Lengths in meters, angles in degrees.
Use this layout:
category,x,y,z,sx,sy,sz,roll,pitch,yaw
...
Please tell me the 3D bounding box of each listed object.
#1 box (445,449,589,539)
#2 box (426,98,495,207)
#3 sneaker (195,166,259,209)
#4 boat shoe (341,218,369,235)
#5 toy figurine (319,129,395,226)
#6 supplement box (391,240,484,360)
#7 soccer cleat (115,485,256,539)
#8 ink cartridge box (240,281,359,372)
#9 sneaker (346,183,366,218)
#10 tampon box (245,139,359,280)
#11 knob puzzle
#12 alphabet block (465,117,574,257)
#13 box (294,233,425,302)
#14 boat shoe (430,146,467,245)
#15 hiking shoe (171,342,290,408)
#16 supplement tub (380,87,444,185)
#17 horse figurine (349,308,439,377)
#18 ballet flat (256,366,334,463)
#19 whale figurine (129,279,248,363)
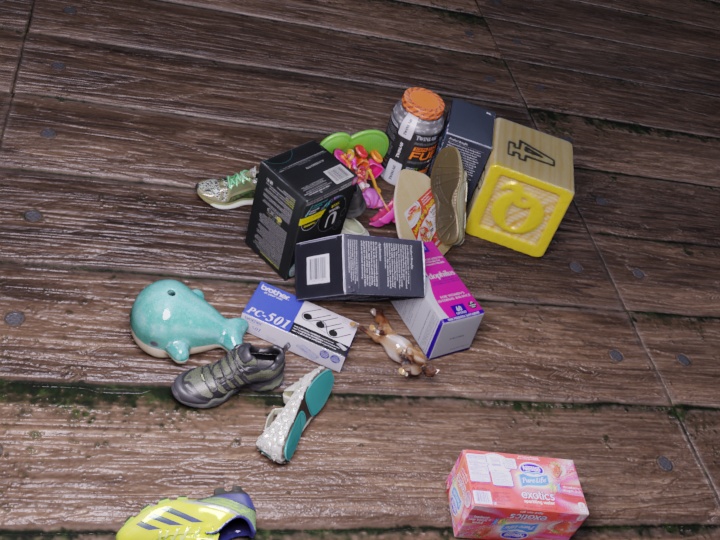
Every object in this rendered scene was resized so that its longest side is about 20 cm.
category,x,y,z,sx,sy,sz,roll,pitch,yaw
box,0.244,0.359,1.338,0.195,0.096,0.104,8,43,-14
box,0.217,-0.248,1.886,0.105,0.202,0.150,18,40,-2
sneaker,-0.237,-0.180,1.719,0.196,0.090,0.078,-2,46,-23
boat shoe,-0.065,-0.115,1.739,0.198,0.063,0.072,31,42,12
toy figurine,0.016,-0.182,1.782,0.198,0.150,0.186,11,45,-52
supplement box,0.133,0.053,1.613,0.099,0.105,0.201,-11,48,-29
soccer cleat,-0.236,0.358,1.172,0.196,0.065,0.085,-7,50,-28
ink cartridge box,-0.109,0.099,1.510,0.196,0.045,0.095,23,40,2
sneaker,-0.069,-0.190,1.695,0.198,0.091,0.076,32,68,16
tampon box,-0.114,-0.115,1.615,0.126,0.202,0.149,40,46,22
knob puzzle,0.121,-0.116,1.766,0.217,0.030,0.225,17,67,-45
alphabet block,0.351,-0.186,1.882,0.192,0.198,0.202,16,42,-1
box,0.000,0.000,1.529,0.197,0.146,0.107,3,83,-41
boat shoe,0.194,-0.156,1.785,0.072,0.206,0.063,-6,-5,30
hiking shoe,-0.210,0.155,1.368,0.196,0.102,0.076,-12,49,-31
supplement tub,0.114,-0.297,1.898,0.120,0.202,0.124,10,42,-10
horse figurine,0.065,0.137,1.513,0.199,0.050,0.132,40,8,26
ballet flat,-0.109,0.223,1.368,0.071,0.073,0.201,26,42,7
whale figurine,-0.284,0.081,1.413,0.195,0.105,0.161,13,41,-5
